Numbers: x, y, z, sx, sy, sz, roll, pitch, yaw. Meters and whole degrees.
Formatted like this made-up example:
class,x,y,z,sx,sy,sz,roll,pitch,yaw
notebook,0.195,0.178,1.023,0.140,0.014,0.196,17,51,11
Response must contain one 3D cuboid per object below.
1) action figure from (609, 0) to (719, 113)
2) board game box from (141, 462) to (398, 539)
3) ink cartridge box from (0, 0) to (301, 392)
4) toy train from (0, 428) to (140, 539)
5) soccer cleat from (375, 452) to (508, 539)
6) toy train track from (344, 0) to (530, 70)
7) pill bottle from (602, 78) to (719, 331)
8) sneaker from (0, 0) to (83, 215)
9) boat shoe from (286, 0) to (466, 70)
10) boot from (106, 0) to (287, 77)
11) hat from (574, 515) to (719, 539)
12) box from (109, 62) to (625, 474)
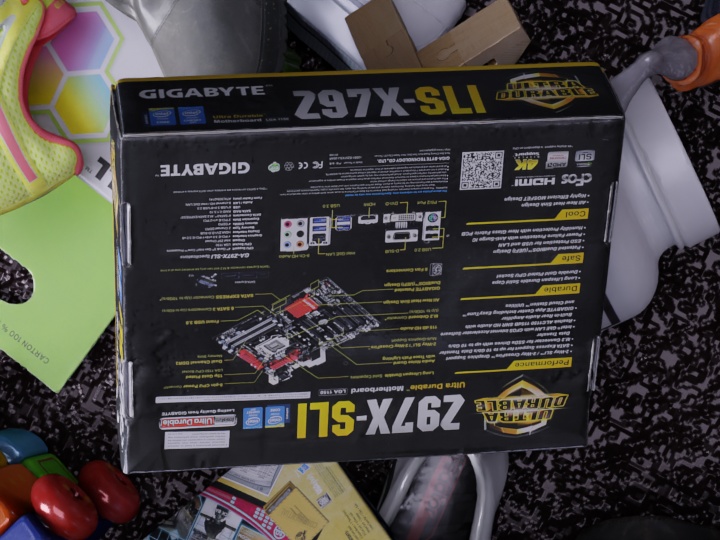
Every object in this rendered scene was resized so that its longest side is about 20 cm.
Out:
class,x,y,z,sx,sy,sz,roll,pitch,yaw
action figure,0.218,-0.088,0.937,0.199,0.105,0.194,29,54,17
board game box,-0.031,0.164,0.937,0.135,0.200,0.035,-37,130,-1
ink cartridge box,-0.144,-0.061,1.030,0.147,0.076,0.201,37,95,4
toy train,-0.182,0.098,0.984,0.085,0.200,0.116,-45,83,7
soccer cleat,0.019,0.157,1.017,0.068,0.085,0.202,20,95,5
toy train track,-0.012,-0.050,0.966,0.199,0.033,0.115,-31,45,10
pill bottle,0.054,-0.009,0.990,0.199,0.112,0.113,-26,90,7
sneaker,-0.170,-0.119,0.963,0.089,0.078,0.202,-13,96,0
boat shoe,-0.039,-0.162,1.024,0.200,0.074,0.067,42,82,-6
boot,-0.092,-0.116,0.941,0.129,0.068,0.202,18,72,-8
hat,0.122,0.161,0.996,0.199,0.201,0.081,-10,50,7
box,0.000,0.000,0.891,0.198,0.050,0.161,-3,124,-8
